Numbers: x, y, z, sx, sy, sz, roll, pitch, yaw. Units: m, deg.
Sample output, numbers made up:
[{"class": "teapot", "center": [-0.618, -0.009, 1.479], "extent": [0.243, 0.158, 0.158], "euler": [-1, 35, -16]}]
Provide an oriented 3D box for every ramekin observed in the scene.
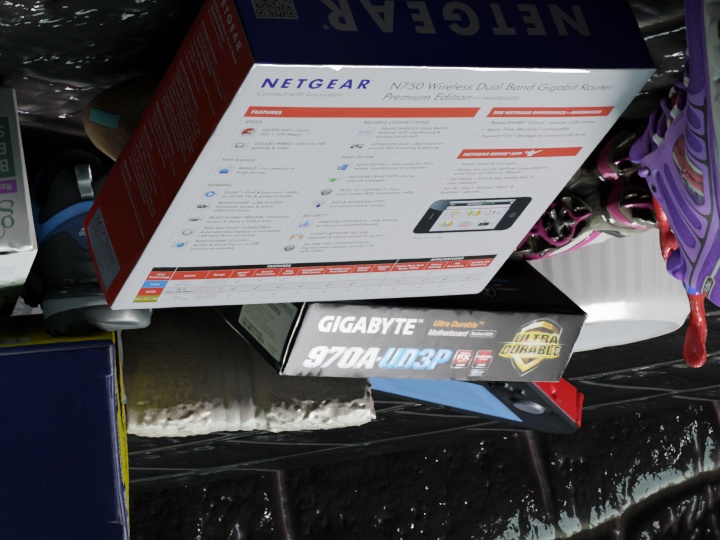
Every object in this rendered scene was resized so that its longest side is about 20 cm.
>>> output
[{"class": "ramekin", "center": [0.120, -0.001, 1.570], "extent": [0.201, 0.095, 0.202], "euler": [-6, 172, -1]}]

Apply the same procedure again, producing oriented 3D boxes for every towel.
[{"class": "towel", "center": [-0.064, 0.033, 1.348], "extent": [0.131, 0.035, 0.200], "euler": [-3, -156, -5]}]

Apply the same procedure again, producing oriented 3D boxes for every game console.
[{"class": "game console", "center": [0.025, 0.051, 1.502], "extent": [0.199, 0.031, 0.177], "euler": [11, 169, 27]}]

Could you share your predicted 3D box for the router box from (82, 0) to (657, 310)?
[{"class": "router box", "center": [0.002, -0.054, 1.091], "extent": [0.199, 0.049, 0.180], "euler": [-2, 147, -30]}]

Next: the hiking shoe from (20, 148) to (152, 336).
[{"class": "hiking shoe", "center": [-0.140, -0.021, 1.295], "extent": [0.074, 0.087, 0.200], "euler": [-3, -173, -14]}]

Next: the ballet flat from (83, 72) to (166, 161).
[{"class": "ballet flat", "center": [-0.062, -0.059, 1.195], "extent": [0.072, 0.068, 0.200], "euler": [11, -178, 33]}]

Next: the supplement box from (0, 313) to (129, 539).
[{"class": "supplement box", "center": [-0.175, 0.084, 1.282], "extent": [0.109, 0.110, 0.200], "euler": [-4, -175, -5]}]

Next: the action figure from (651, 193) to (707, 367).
[{"class": "action figure", "center": [0.193, -0.027, 1.350], "extent": [0.065, 0.052, 0.201], "euler": [-5, 132, 12]}]

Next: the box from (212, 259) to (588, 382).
[{"class": "box", "center": [0.000, 0.000, 1.333], "extent": [0.199, 0.046, 0.159], "euler": [3, -153, -39]}]

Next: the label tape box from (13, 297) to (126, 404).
[{"class": "label tape box", "center": [-0.192, 0.030, 1.556], "extent": [0.199, 0.066, 0.143], "euler": [24, 175, 8]}]

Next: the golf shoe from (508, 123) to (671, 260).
[{"class": "golf shoe", "center": [0.096, -0.039, 1.387], "extent": [0.199, 0.073, 0.092], "euler": [-2, 171, -32]}]

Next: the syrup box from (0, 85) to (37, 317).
[{"class": "syrup box", "center": [-0.205, -0.026, 1.198], "extent": [0.078, 0.082, 0.200], "euler": [-7, 171, -12]}]

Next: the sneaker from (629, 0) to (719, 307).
[{"class": "sneaker", "center": [0.148, -0.060, 1.056], "extent": [0.083, 0.201, 0.081], "euler": [23, -133, 33]}]
